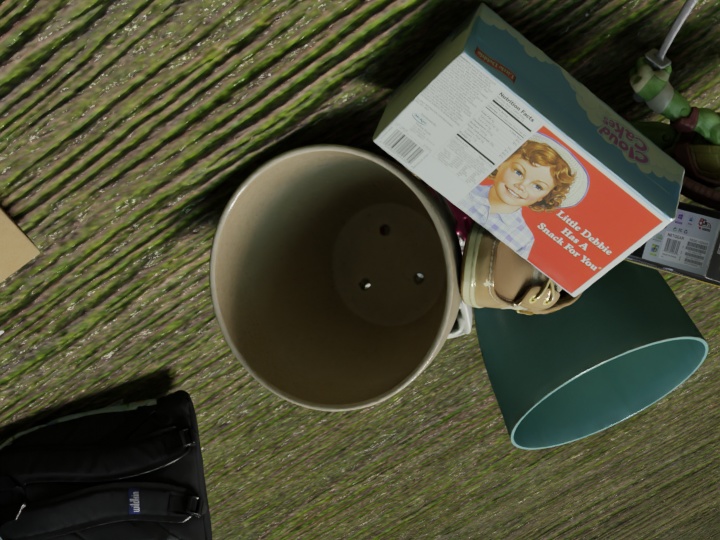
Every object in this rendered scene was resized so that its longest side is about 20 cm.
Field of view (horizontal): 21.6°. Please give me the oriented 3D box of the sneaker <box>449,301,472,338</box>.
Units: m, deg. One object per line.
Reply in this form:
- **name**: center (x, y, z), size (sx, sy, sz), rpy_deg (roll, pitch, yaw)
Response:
- **sneaker**: center (0.070, 0.035, 1.727), size (0.070, 0.081, 0.200), rpy_deg (-24, 159, 2)

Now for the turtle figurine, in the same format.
- **turtle figurine**: center (0.255, -0.141, 1.503), size (0.193, 0.201, 0.144), rpy_deg (-9, -162, 38)

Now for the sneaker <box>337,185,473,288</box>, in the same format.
- **sneaker**: center (0.077, -0.033, 1.595), size (0.199, 0.074, 0.087), rpy_deg (-23, 161, 7)

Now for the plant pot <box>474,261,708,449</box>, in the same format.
- **plant pot**: center (0.196, 0.046, 1.743), size (0.199, 0.162, 0.201), rpy_deg (-21, 158, -9)

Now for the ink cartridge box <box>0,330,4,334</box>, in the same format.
- **ink cartridge box**: center (-0.396, 0.058, 1.428), size (0.161, 0.050, 0.200), rpy_deg (-34, 158, 26)

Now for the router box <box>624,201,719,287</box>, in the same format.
- **router box**: center (0.246, -0.025, 1.499), size (0.157, 0.053, 0.199), rpy_deg (16, -178, -45)

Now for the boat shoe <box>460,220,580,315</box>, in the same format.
- **boat shoe**: center (0.129, -0.003, 1.468), size (0.066, 0.075, 0.200), rpy_deg (9, -176, 20)

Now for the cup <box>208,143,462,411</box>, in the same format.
- **cup**: center (0.000, 0.000, 1.480), size (0.200, 0.201, 0.143), rpy_deg (-30, 174, 21)

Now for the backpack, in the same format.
- **backpack**: center (-0.248, 0.206, 1.747), size (0.199, 0.164, 0.154), rpy_deg (-8, 169, -13)

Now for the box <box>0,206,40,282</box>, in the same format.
- **box**: center (-0.325, -0.012, 1.294), size (0.163, 0.021, 0.200), rpy_deg (-36, 152, -3)

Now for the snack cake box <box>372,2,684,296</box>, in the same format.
- **snack cake box**: center (0.123, -0.085, 1.374), size (0.200, 0.067, 0.115), rpy_deg (38, 131, -13)
